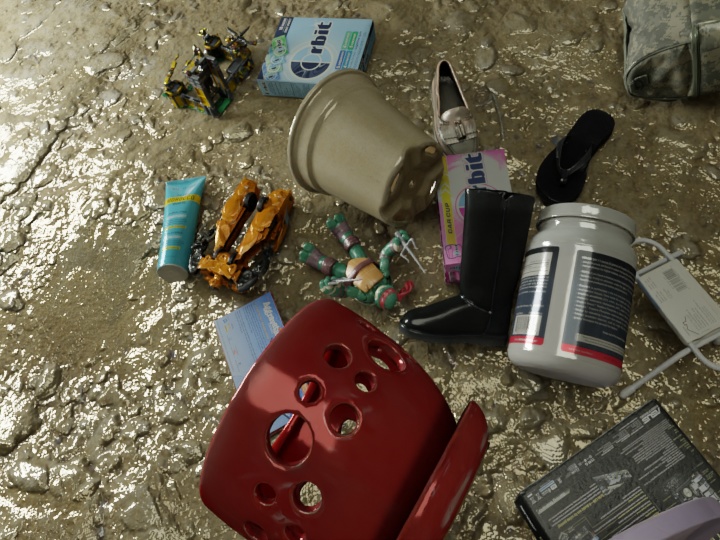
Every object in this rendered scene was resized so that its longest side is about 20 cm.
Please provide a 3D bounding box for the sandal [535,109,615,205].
[{"bbox_3d":[0.338,-0.187,0.897,0.075,0.043,0.203,26,70,22],"label":"sandal"}]

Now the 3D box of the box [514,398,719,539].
[{"bbox_3d":[0.302,0.277,0.637,0.197,0.087,0.165,-31,62,-6],"label":"box"}]

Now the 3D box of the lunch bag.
[{"bbox_3d":[0.512,-0.381,0.912,0.163,0.140,0.205,-2,58,29],"label":"lunch bag"}]

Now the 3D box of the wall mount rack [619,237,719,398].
[{"bbox_3d":[0.388,0.065,0.743,0.170,0.075,0.203,-24,60,-6],"label":"wall mount rack"}]

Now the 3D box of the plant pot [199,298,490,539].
[{"bbox_3d":[-0.006,0.157,0.470,0.180,0.202,0.202,32,71,15],"label":"plant pot"}]

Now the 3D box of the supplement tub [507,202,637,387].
[{"bbox_3d":[0.271,0.033,0.717,0.136,0.140,0.206,11,80,16],"label":"supplement tub"}]

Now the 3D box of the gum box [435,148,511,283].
[{"bbox_3d":[0.175,-0.078,0.857,0.110,0.067,0.206,-6,62,7],"label":"gum box"}]

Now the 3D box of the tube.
[{"bbox_3d":[-0.309,-0.079,0.967,0.075,0.051,0.205,-4,57,0],"label":"tube"}]

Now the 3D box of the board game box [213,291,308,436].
[{"bbox_3d":[-0.143,0.138,0.833,0.101,0.020,0.203,-26,61,-2],"label":"board game box"}]

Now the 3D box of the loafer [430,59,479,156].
[{"bbox_3d":[0.156,-0.270,0.963,0.070,0.063,0.205,-11,61,3],"label":"loafer"}]

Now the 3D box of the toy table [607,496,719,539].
[{"bbox_3d":[0.265,0.302,0.493,0.197,0.185,0.118,-33,45,6],"label":"toy table"}]

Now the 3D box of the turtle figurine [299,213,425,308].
[{"bbox_3d":[0.000,0.000,0.833,0.148,0.103,0.199,-33,46,-22],"label":"turtle figurine"}]

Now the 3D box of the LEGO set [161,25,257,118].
[{"bbox_3d":[-0.299,-0.404,1.087,0.152,0.117,0.201,32,72,24],"label":"LEGO set"}]

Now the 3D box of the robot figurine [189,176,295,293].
[{"bbox_3d":[-0.189,-0.052,0.918,0.141,0.059,0.204,17,66,19],"label":"robot figurine"}]

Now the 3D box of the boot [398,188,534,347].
[{"bbox_3d":[0.140,-0.008,0.751,0.159,0.206,0.066,3,17,-13],"label":"boot"}]

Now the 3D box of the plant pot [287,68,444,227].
[{"bbox_3d":[0.021,-0.168,0.847,0.200,0.202,0.182,-44,58,-13],"label":"plant pot"}]

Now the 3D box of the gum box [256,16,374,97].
[{"bbox_3d":[-0.083,-0.412,1.093,0.194,0.045,0.174,8,65,14],"label":"gum box"}]
